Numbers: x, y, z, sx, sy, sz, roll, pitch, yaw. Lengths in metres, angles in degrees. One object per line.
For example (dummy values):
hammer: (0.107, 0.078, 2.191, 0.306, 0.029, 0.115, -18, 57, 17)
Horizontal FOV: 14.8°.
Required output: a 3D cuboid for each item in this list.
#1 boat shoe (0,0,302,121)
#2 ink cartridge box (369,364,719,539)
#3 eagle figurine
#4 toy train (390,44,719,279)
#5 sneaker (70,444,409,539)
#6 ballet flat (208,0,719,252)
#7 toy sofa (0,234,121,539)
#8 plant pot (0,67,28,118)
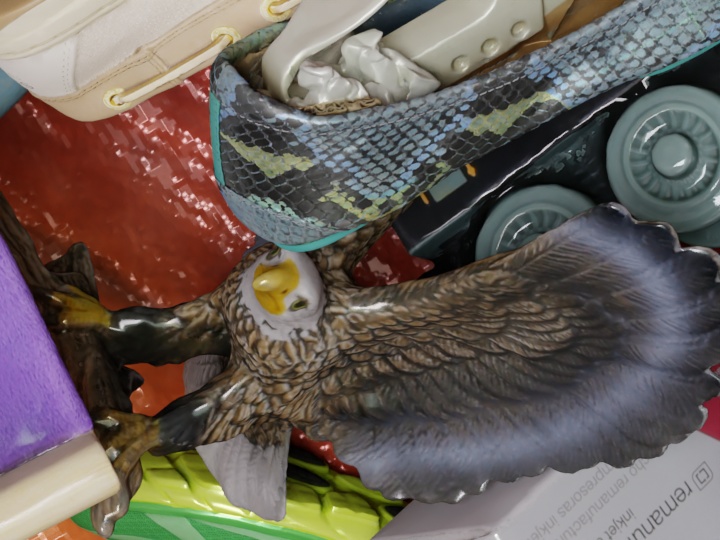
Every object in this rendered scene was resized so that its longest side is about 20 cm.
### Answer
boat shoe: (-0.016, -0.105, 0.760, 0.200, 0.074, 0.069, -25, 137, 13)
ink cartridge box: (0.121, 0.122, 0.896, 0.148, 0.086, 0.200, -41, 100, -29)
eagle figurine: (0.000, 0.001, 0.815, 0.200, 0.151, 0.152, -25, 114, 2)
toy train: (0.087, -0.059, 0.881, 0.200, 0.085, 0.114, -37, 77, 13)
sneaker: (-0.012, 0.111, 0.941, 0.200, 0.074, 0.084, 21, 101, -2)
ballet flat: (0.047, -0.077, 0.728, 0.200, 0.074, 0.074, -33, 101, -10)
toy sofa: (-0.141, -0.013, 0.724, 0.083, 0.098, 0.200, -27, 102, -8)
plant pot: (-0.186, -0.105, 0.842, 0.200, 0.196, 0.197, -23, 102, -1)
